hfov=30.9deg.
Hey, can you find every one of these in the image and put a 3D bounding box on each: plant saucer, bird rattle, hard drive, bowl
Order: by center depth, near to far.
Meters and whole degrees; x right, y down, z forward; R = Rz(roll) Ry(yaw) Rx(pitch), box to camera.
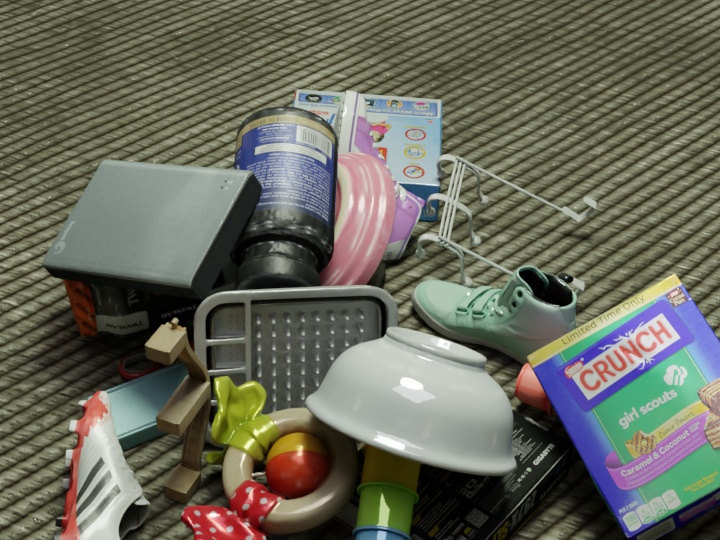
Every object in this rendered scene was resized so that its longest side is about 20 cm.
[{"bbox_3d":[0.057,0.108,1.182,0.199,0.091,0.201,17,4,-1],"label":"bowl"},{"bbox_3d":[-0.082,0.185,1.194,0.162,0.113,0.201,-10,36,5],"label":"bird rattle"},{"bbox_3d":[-0.210,-0.044,1.308,0.199,0.033,0.140,7,58,33],"label":"hard drive"},{"bbox_3d":[-0.184,0.124,1.339,0.199,0.019,0.070,-20,60,-25],"label":"plant saucer"},{"bbox_3d":[-0.045,-0.044,1.433,0.051,0.201,0.201,28,26,-35],"label":"plant saucer"}]

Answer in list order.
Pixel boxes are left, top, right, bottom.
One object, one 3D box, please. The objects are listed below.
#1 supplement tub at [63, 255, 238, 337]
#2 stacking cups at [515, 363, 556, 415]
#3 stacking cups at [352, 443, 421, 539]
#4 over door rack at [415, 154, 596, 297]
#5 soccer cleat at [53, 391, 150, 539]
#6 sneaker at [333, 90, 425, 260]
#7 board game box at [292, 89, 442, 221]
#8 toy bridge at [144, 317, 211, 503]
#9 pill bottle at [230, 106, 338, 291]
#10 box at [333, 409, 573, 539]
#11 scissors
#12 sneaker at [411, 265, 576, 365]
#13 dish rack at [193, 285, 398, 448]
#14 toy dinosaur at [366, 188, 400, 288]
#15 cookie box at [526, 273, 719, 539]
[{"bbox_3d":[-0.219,-0.002,1.412,0.199,0.123,0.123,-18,44,-15],"label":"supplement tub"},{"bbox_3d":[0.257,0.143,1.326,0.199,0.061,0.061,22,43,24],"label":"stacking cups"},{"bbox_3d":[0.012,0.250,1.139,0.060,0.061,0.201,9,61,6],"label":"stacking cups"},{"bbox_3d":[0.169,-0.042,1.535,0.198,0.067,0.149,18,51,-3],"label":"over door rack"},{"bbox_3d":[-0.237,0.201,1.221,0.084,0.069,0.201,8,44,-11],"label":"soccer cleat"},{"bbox_3d":[0.020,-0.110,1.547,0.113,0.202,0.073,1,-1,-9],"label":"sneaker"},{"bbox_3d":[0.004,-0.150,1.667,0.198,0.056,0.197,5,40,1],"label":"board game box"},{"bbox_3d":[-0.164,0.123,1.211,0.027,0.201,0.067,15,40,18],"label":"toy bridge"},{"bbox_3d":[-0.080,-0.060,1.347,0.111,0.112,0.201,3,58,-1],"label":"pill bottle"},{"bbox_3d":[0.087,0.200,1.258,0.159,0.050,0.200,26,45,28],"label":"box"},{"bbox_3d":[-0.176,0.078,1.415,0.073,0.014,0.200,28,45,30],"label":"scissors"},{"bbox_3d":[0.148,0.026,1.417,0.199,0.119,0.074,22,44,23],"label":"sneaker"},{"bbox_3d":[-0.065,0.089,1.294,0.198,0.173,0.044,-2,24,-7],"label":"dish rack"},{"bbox_3d":[0.000,0.000,1.444,0.076,0.103,0.201,5,42,-2],"label":"toy dinosaur"},{"bbox_3d":[0.280,0.133,1.239,0.170,0.075,0.201,-30,62,4],"label":"cookie box"}]
